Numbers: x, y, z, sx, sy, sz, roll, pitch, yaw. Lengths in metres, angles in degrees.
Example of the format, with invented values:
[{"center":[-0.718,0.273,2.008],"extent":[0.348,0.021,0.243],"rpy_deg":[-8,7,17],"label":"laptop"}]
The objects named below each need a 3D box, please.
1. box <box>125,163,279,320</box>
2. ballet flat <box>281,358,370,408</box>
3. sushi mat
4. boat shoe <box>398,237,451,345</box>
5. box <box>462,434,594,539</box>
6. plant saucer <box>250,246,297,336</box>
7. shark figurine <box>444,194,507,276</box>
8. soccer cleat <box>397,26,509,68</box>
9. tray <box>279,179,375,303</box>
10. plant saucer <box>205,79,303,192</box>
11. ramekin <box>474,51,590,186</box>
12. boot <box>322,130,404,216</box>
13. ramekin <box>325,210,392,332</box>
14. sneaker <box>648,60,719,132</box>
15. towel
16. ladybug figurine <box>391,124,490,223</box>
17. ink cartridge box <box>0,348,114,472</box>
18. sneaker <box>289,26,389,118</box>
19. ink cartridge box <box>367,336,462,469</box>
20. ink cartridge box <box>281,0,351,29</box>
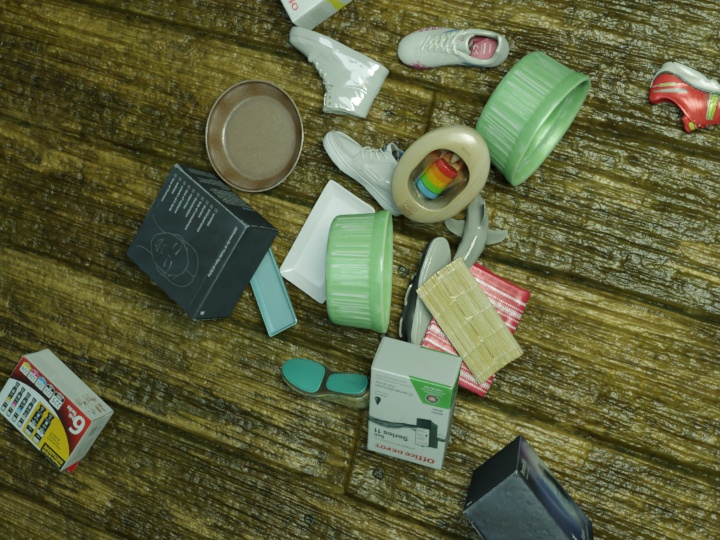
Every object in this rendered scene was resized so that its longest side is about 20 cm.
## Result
[{"center":[-0.290,-0.051,1.360],"extent":[0.195,0.123,0.202],"rpy_deg":[39,104,20],"label":"box"},{"center":[-0.058,0.213,1.362],"extent":[0.195,0.070,0.073],"rpy_deg":[7,96,30],"label":"ballet flat"},{"center":[0.184,0.085,1.248],"extent":[0.095,0.012,0.202],"rpy_deg":[-34,95,12],"label":"sushi mat"},{"center":[0.111,0.039,1.308],"extent":[0.060,0.072,0.206],"rpy_deg":[18,104,49],"label":"boat shoe"},{"center":[0.281,0.408,1.220],"extent":[0.123,0.200,0.199],"rpy_deg":[-42,84,13],"label":"box"},{"center":[-0.175,0.016,1.388],"extent":[0.069,0.019,0.205],"rpy_deg":[-26,79,26],"label":"plant saucer"},{"center":[0.185,-0.115,1.262],"extent":[0.125,0.090,0.220],"rpy_deg":[-15,77,-8],"label":"shark figurine"},{"center":[0.154,-0.384,1.259],"extent":[0.194,0.086,0.072],"rpy_deg":[4,95,14],"label":"soccer cleat"},{"center":[-0.061,-0.053,1.369],"extent":[0.106,0.022,0.203],"rpy_deg":[33,101,11],"label":"tray"},{"center":[-0.194,-0.249,1.383],"extent":[0.194,0.037,0.207],"rpy_deg":[1,94,15],"label":"plant saucer"},{"center":[0.269,-0.247,1.187],"extent":[0.097,0.199,0.202],"rpy_deg":[39,102,16],"label":"ramekin"},{"center":[0.029,-0.195,1.297],"extent":[0.199,0.074,0.096],"rpy_deg":[42,131,0],"label":"boot"},{"center":[0.000,0.000,1.252],"extent":[0.095,0.200,0.207],"rpy_deg":[2,94,7],"label":"ramekin"},{"center":[0.553,-0.255,1.179],"extent":[0.198,0.077,0.086],"rpy_deg":[34,107,20],"label":"sneaker"},{"center":[0.195,0.096,1.284],"extent":[0.142,0.022,0.204],"rpy_deg":[25,88,0],"label":"towel"},{"center":[0.128,-0.158,1.191],"extent":[0.135,0.073,0.199],"rpy_deg":[41,129,-11],"label":"ladybug figurine"},{"center":[-0.634,0.298,1.506],"extent":[0.199,0.084,0.177],"rpy_deg":[38,102,8],"label":"ink cartridge box"},{"center":[-0.059,-0.347,1.323],"extent":[0.196,0.074,0.118],"rpy_deg":[28,97,10],"label":"sneaker"},{"center":[0.090,0.231,1.272],"extent":[0.143,0.084,0.204],"rpy_deg":[12,128,14],"label":"ink cartridge box"},{"center":[-0.064,-0.543,1.305],"extent":[0.197,0.083,0.148],"rpy_deg":[-31,86,14],"label":"ink cartridge box"}]
